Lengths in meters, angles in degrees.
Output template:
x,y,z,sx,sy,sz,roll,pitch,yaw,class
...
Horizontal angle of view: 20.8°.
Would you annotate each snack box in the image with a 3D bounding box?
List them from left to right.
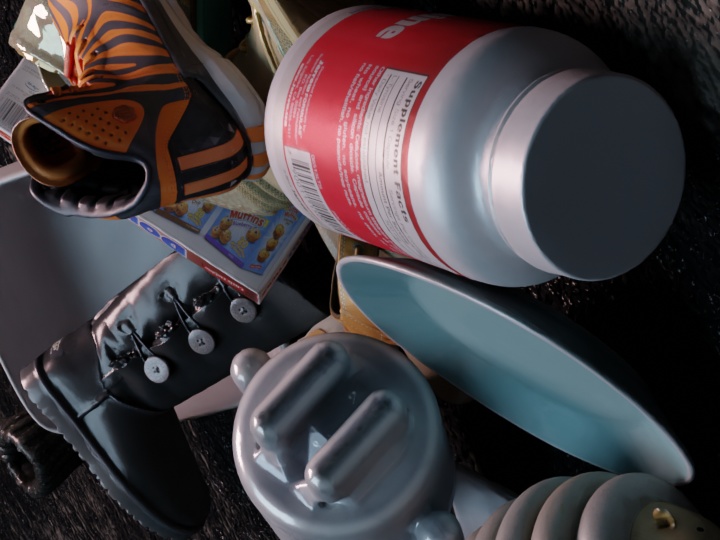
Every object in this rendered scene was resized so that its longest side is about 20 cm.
x,y,z,sx,sy,sz,roll,pitch,yaw,class
-0.124,-0.064,1.171,0.199,0.072,0.024,33,164,5,snack box

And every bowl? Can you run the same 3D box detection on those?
x,y,z,sx,sy,sz,roll,pitch,yaw,class
-0.150,-0.001,1.294,0.075,0.198,0.201,-74,-31,-59,bowl

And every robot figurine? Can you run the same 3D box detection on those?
x,y,z,sx,sy,sz,roll,pitch,yaw,class
-0.006,0.105,1.082,0.170,0.113,0.200,44,171,20,robot figurine

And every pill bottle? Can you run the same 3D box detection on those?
x,y,z,sx,sy,sz,roll,pitch,yaw,class
0.048,-0.056,0.872,0.200,0.112,0.113,20,133,57,pill bottle

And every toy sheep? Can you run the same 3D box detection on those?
x,y,z,sx,sy,sz,roll,pitch,yaw,class
0.107,0.167,0.958,0.199,0.138,0.139,-24,95,40,toy sheep

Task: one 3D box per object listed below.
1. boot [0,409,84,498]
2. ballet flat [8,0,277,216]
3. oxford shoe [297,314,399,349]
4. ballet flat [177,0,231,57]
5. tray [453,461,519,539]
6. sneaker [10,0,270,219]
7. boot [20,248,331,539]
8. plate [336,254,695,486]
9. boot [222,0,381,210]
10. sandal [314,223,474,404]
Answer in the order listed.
x,y,z,sx,sy,sz,roll,pitch,yaw,class
-0.200,0.083,1.475,0.080,0.157,0.212,50,154,24,boot
-0.126,-0.088,1.142,0.200,0.062,0.067,45,-164,11,ballet flat
-0.010,0.098,1.230,0.075,0.058,0.201,42,151,33,oxford shoe
-0.098,-0.186,1.057,0.071,0.070,0.201,48,147,29,ballet flat
0.106,0.205,1.149,0.107,0.022,0.201,24,136,54,tray
-0.140,-0.098,1.017,0.200,0.111,0.078,42,144,42,sneaker
-0.093,0.065,1.250,0.165,0.199,0.066,47,-160,-19,boot
0.078,0.042,0.947,0.199,0.026,0.200,32,168,8,plate
-0.049,-0.127,1.028,0.155,0.073,0.201,-9,114,56,boot
0.000,0.000,1.104,0.200,0.054,0.081,53,155,20,sandal
